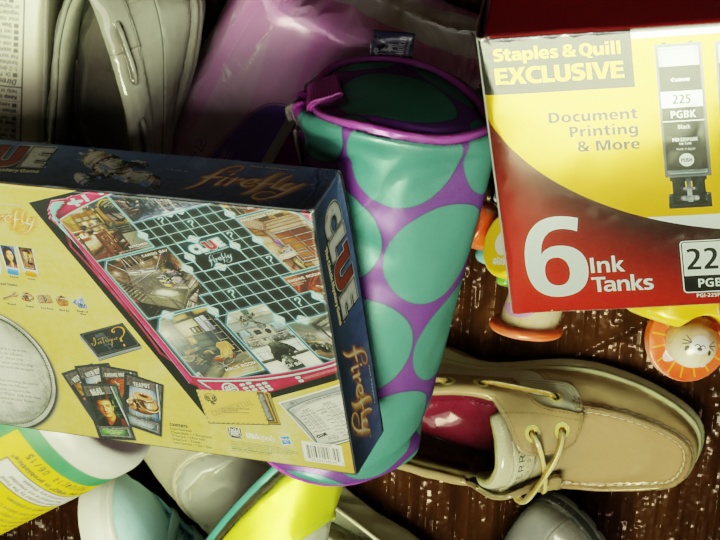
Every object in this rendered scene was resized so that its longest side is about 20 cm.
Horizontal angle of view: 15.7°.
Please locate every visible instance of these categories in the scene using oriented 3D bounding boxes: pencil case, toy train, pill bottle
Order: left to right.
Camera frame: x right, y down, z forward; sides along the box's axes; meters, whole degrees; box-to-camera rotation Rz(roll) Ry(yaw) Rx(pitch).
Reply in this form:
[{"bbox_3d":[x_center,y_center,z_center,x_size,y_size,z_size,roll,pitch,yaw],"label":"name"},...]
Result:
[{"bbox_3d":[-0.211,0.086,1.308,0.200,0.113,0.113,-26,116,22],"label":"pill bottle"},{"bbox_3d":[0.000,0.000,1.155,0.092,0.085,0.200,13,125,2],"label":"pencil case"},{"bbox_3d":[0.136,0.020,1.195,0.200,0.150,0.056,17,93,14],"label":"toy train"}]

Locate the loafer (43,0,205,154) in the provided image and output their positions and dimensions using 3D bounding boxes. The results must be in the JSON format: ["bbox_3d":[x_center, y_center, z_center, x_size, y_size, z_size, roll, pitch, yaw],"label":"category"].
[{"bbox_3d":[-0.118,-0.043,1.166,0.070,0.070,0.201,21,114,34],"label":"loafer"}]

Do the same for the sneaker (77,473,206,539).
[{"bbox_3d":[-0.073,0.168,1.371,0.082,0.074,0.200,-20,129,18],"label":"sneaker"}]

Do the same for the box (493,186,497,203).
[{"bbox_3d":[0.174,-0.108,1.141,0.182,0.104,0.200,17,123,-2],"label":"box"}]

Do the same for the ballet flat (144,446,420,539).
[{"bbox_3d":[-0.038,0.129,1.341,0.200,0.070,0.069,33,121,-13],"label":"ballet flat"}]

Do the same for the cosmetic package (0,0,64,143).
[{"bbox_3d":[-0.184,-0.119,1.190,0.103,0.087,0.200,8,122,0],"label":"cosmetic package"}]

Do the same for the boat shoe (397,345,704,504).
[{"bbox_3d":[0.072,0.083,1.297,0.199,0.066,0.074,9,123,2],"label":"boat shoe"}]

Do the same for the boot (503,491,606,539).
[{"bbox_3d":[0.051,0.212,1.331,0.070,0.132,0.200,39,131,28],"label":"boot"}]

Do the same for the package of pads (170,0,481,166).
[{"bbox_3d":[-0.033,-0.054,1.218,0.120,0.076,0.200,26,122,-8],"label":"package of pads"}]

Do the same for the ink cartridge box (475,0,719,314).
[{"bbox_3d":[0.151,-0.080,1.049,0.199,0.084,0.176,-4,121,11],"label":"ink cartridge box"}]

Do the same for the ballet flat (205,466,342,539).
[{"bbox_3d":[-0.061,0.155,1.282,0.200,0.067,0.067,-41,82,21],"label":"ballet flat"}]

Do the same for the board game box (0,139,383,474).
[{"bbox_3d":[-0.095,0.013,1.128,0.199,0.035,0.136,7,126,22],"label":"board game box"}]
